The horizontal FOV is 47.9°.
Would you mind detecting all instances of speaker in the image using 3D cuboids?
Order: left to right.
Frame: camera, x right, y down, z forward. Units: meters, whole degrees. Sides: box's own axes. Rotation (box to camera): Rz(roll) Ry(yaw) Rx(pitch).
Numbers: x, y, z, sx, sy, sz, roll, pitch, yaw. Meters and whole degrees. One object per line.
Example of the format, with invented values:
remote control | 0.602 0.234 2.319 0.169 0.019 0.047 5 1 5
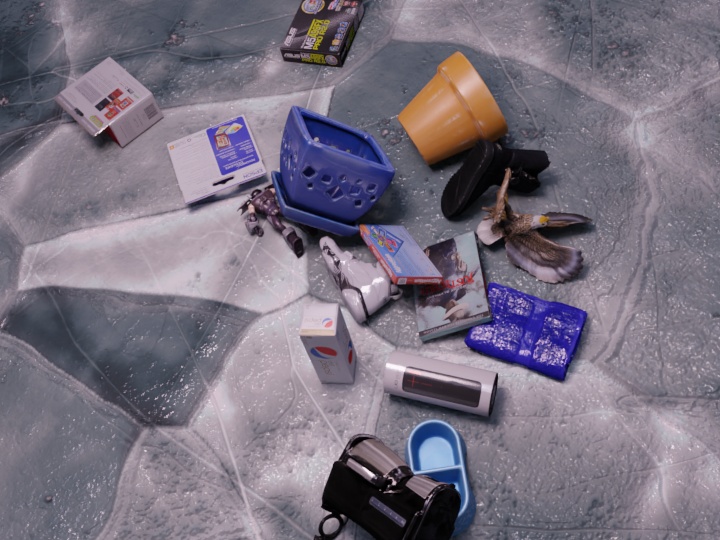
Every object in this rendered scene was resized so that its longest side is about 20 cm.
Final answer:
speaker | 0.143 0.201 1.458 0.198 0.081 0.082 11 61 16

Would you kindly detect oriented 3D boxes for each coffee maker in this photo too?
coffee maker | 0.044 0.392 1.307 0.199 0.134 0.194 25 106 45

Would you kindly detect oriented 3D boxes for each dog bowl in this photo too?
dog bowl | 0.133 0.347 1.386 0.110 0.050 0.202 -9 57 5

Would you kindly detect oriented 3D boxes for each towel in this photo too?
towel | 0.307 0.105 1.505 0.198 0.050 0.149 17 62 20

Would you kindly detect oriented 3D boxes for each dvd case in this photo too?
dvd case | 0.171 0.028 1.568 0.145 0.022 0.202 -18 54 19

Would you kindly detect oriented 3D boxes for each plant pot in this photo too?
plant pot | -0.070 -0.192 1.635 0.198 0.181 0.201 16 26 -25
plant pot | 0.185 -0.328 1.726 0.182 0.200 0.201 -33 57 7

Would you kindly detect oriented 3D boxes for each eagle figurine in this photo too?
eagle figurine | 0.340 -0.079 1.583 0.153 0.199 0.151 -58 18 13

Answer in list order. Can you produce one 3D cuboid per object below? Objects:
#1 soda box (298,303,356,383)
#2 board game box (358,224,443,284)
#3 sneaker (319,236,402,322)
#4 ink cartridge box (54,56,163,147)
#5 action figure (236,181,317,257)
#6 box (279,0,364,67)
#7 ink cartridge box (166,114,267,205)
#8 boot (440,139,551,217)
soda box | -0.056 0.135 1.463 0.067 0.201 0.064 0 58 10
board game box | 0.075 -0.033 1.588 0.102 0.020 0.200 2 31 -24
sneaker | 0.000 0.000 1.615 0.114 0.075 0.201 -25 62 -8
ink cartridge box | -0.612 -0.397 1.967 0.175 0.084 0.200 -40 60 -15
action figure | -0.179 -0.117 1.726 0.130 0.070 0.200 -44 57 -9
box | -0.093 -0.600 2.022 0.158 0.044 0.202 11 61 16
ink cartridge box | -0.325 -0.244 1.845 0.196 0.047 0.201 -21 59 -5
boot | 0.276 -0.174 1.657 0.166 0.201 0.077 8 44 -25
